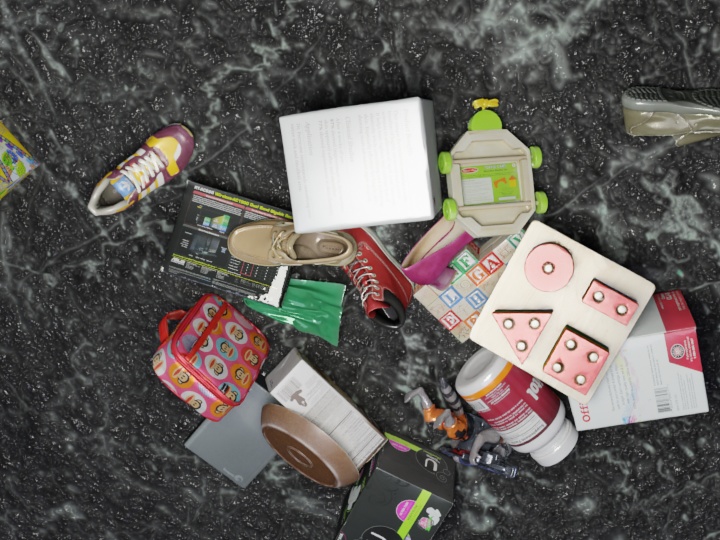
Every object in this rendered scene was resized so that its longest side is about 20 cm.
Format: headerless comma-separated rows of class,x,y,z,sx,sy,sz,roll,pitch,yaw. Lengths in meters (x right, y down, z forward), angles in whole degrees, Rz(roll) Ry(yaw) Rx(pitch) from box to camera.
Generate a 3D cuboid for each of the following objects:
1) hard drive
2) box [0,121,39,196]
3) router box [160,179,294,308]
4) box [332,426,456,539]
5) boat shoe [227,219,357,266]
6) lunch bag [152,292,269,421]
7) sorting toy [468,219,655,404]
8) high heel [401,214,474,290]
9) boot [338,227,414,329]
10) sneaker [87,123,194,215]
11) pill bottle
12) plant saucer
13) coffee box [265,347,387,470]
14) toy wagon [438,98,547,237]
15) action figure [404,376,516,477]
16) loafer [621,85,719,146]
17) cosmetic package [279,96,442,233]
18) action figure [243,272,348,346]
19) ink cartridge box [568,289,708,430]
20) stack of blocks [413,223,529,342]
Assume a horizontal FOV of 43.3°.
hard drive,-0.203,0.283,1.619,0.139,0.033,0.200,38,114,-9
box,-0.650,-0.127,1.421,0.200,0.193,0.122,-35,105,21
router box,-0.197,-0.041,1.428,0.199,0.062,0.151,18,88,1
box,0.059,0.407,1.582,0.148,0.124,0.201,25,116,-3
boat shoe,-0.106,-0.043,1.360,0.199,0.065,0.072,1,88,7
lunch bag,-0.248,0.129,1.468,0.176,0.200,0.082,43,117,-11
sorting toy,0.284,0.061,1.295,0.198,0.070,0.201,30,100,10
high heel,0.129,-0.070,1.352,0.096,0.067,0.201,24,97,-45
boot,0.000,0.000,1.402,0.200,0.144,0.072,42,115,-9
sneaker,-0.341,-0.150,1.418,0.200,0.090,0.075,-37,103,22
pill bottle,0.257,0.219,1.474,0.113,0.113,0.200,-40,103,22
plant saucer,-0.092,0.299,1.506,0.200,0.035,0.201,29,153,17
coffee box,-0.059,0.231,1.520,0.200,0.114,0.080,44,88,-12
toy wagon,0.191,-0.151,1.335,0.154,0.040,0.201,-5,86,-13
action figure,0.187,0.265,1.490,0.193,0.200,0.105,35,76,-29
loafer,0.466,-0.214,1.282,0.199,0.075,0.070,9,126,10
cosmetic package,0.007,-0.152,1.304,0.199,0.166,0.168,-5,98,11
action figure,-0.121,0.044,1.490,0.199,0.055,0.119,15,117,10
ink cartridge box,0.411,0.137,1.396,0.199,0.145,0.146,-11,111,13
stack of blocks,0.194,0.005,1.420,0.115,0.059,0.200,44,113,-11
